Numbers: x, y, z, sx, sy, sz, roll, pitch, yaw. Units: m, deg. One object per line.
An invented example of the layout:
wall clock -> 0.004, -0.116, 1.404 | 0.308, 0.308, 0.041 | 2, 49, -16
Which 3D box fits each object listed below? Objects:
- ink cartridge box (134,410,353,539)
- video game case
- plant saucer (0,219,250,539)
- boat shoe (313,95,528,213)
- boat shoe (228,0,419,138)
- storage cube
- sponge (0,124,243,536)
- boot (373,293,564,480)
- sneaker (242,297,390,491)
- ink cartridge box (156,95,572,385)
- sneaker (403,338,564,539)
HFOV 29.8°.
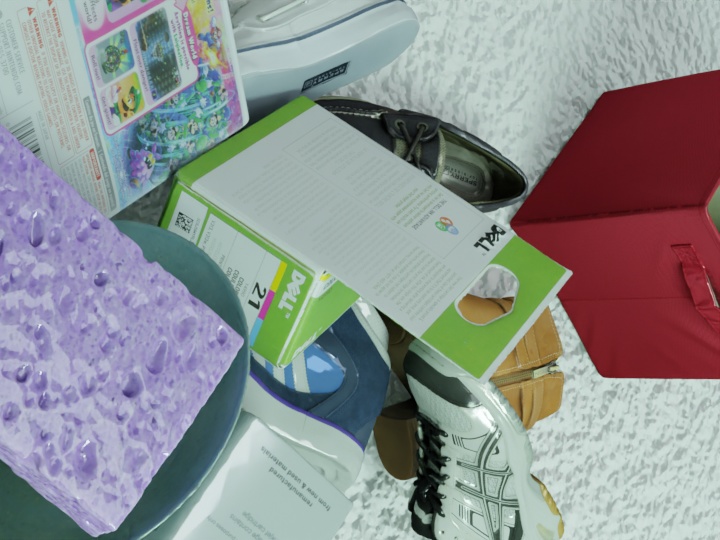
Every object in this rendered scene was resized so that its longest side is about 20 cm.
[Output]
ink cartridge box -> -0.118, 0.169, 0.691 | 0.083, 0.145, 0.200 | 45, 67, -26
video game case -> -0.132, -0.128, 0.672 | 0.182, 0.024, 0.201 | -42, 133, -44
plant saucer -> -0.146, 0.066, 0.678 | 0.202, 0.200, 0.039 | -62, 154, -25
boat shoe -> 0.034, -0.076, 0.916 | 0.199, 0.065, 0.072 | 14, 80, -41
boat shoe -> -0.057, -0.138, 0.844 | 0.199, 0.074, 0.066 | -24, 71, -34
storage cube -> 0.258, -0.035, 1.043 | 0.200, 0.179, 0.171 | -52, 120, -32
sponge -> -0.154, 0.011, 0.585 | 0.200, 0.030, 0.112 | 42, 59, -16
boot -> 0.079, 0.036, 0.936 | 0.155, 0.076, 0.201 | -16, 104, -36
sneaker -> -0.066, 0.033, 0.824 | 0.200, 0.080, 0.147 | 33, 49, -23
ink cartridge box -> 0.000, 0.000, 0.775 | 0.199, 0.076, 0.148 | 34, 35, 11
sneaker -> 0.065, 0.132, 0.872 | 0.087, 0.076, 0.201 | -35, 122, -11
